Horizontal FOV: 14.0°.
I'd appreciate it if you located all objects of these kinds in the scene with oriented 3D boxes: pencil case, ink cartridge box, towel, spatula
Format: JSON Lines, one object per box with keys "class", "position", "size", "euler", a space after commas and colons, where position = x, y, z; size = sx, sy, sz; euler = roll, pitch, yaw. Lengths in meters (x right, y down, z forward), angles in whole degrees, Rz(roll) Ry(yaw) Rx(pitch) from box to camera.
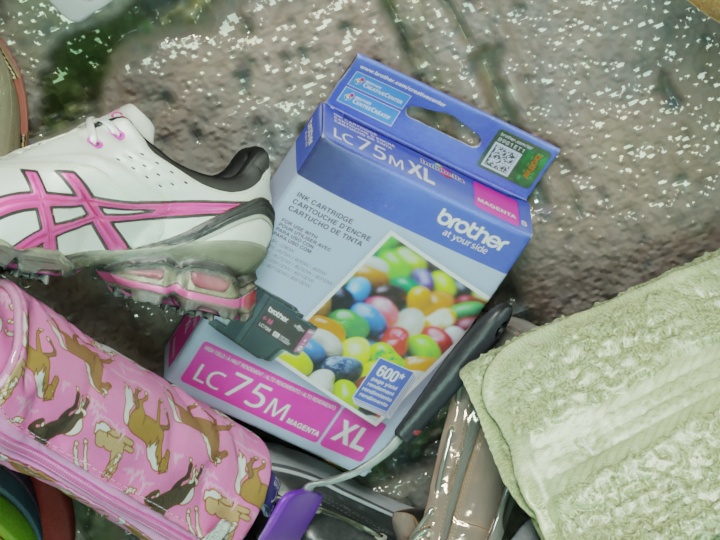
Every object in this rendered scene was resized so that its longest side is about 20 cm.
{"class": "pencil case", "position": [-0.129, 0.076, 1.398], "size": [0.200, 0.086, 0.083], "euler": [36, 77, -41]}
{"class": "ink cartridge box", "position": [0.000, 0.000, 1.435], "size": [0.119, 0.042, 0.200], "euler": [25, 117, -15]}
{"class": "towel", "position": [0.161, 0.065, 1.395], "size": [0.200, 0.148, 0.036], "euler": [-24, 154, -8]}
{"class": "spatula", "position": [0.006, 0.089, 1.443], "size": [0.200, 0.057, 0.021], "euler": [-45, 72, 11]}

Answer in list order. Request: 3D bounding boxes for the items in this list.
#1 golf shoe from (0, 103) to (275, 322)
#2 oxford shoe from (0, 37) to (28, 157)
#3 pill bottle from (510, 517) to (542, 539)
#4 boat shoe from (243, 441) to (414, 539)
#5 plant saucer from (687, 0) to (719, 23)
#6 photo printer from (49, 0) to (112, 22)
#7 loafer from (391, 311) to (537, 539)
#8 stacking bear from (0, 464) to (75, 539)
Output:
{"class": "golf shoe", "position": [-0.136, -0.037, 1.362], "size": [0.200, 0.073, 0.092], "euler": [12, 91, -25]}
{"class": "oxford shoe", "position": [-0.199, -0.094, 1.355], "size": [0.071, 0.074, 0.200], "euler": [-7, 122, 4]}
{"class": "pill bottle", "position": [0.118, 0.193, 1.467], "size": [0.112, 0.112, 0.200], "euler": [-6, 150, 3]}
{"class": "boat shoe", "position": [-0.017, 0.143, 1.512], "size": [0.200, 0.057, 0.069], "euler": [19, 120, -12]}
{"class": "plant saucer", "position": [0.206, -0.190, 1.233], "size": [0.200, 0.200, 0.035], "euler": [-18, 156, 11]}
{"class": "photo printer", "position": [-0.127, -0.227, 1.275], "size": [0.166, 0.069, 0.200], "euler": [-33, 116, 19]}
{"class": "loafer", "position": [0.047, 0.117, 1.466], "size": [0.063, 0.072, 0.200], "euler": [24, 90, 3]}
{"class": "stacking bear", "position": [-0.211, 0.161, 1.439], "size": [0.121, 0.200, 0.114], "euler": [-1, 122, 1]}
